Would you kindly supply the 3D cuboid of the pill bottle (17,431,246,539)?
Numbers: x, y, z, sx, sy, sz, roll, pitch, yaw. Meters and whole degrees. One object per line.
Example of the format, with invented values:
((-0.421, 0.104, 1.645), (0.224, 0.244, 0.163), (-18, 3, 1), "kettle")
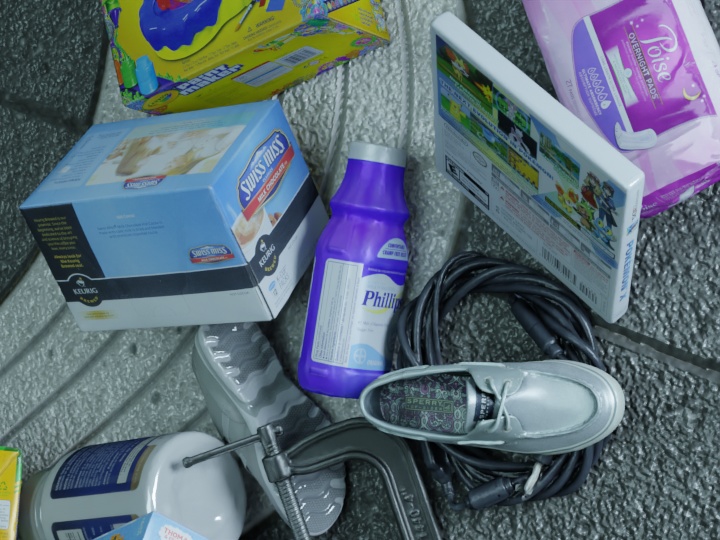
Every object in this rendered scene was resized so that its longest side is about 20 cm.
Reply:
((-0.199, 0.200, 1.461), (0.199, 0.110, 0.112), (-12, 80, 42), "pill bottle")

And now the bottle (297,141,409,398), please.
((0.000, 0.000, 1.383), (0.065, 0.083, 0.202), (10, 91, 31), "bottle")

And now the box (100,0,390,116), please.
((-0.107, -0.251, 1.441), (0.199, 0.122, 0.195), (-22, 75, 27), "box")

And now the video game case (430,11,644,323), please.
((0.126, -0.073, 1.273), (0.022, 0.183, 0.200), (-37, 63, -18), "video game case")

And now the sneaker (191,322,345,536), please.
((-0.078, 0.130, 1.441), (0.201, 0.074, 0.082), (62, 150, 13), "sneaker")

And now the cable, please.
((0.108, 0.079, 1.332), (0.162, 0.051, 0.202), (-17, 77, 28), "cable")

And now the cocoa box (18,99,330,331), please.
((-0.150, -0.043, 1.417), (0.198, 0.134, 0.132), (-4, 124, 31), "cocoa box")

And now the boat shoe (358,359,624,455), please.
((0.092, 0.102, 1.278), (0.199, 0.071, 0.071), (-2, 88, 24), "boat shoe")

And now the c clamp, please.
((-0.024, 0.204, 1.372), (0.169, 0.027, 0.202), (-25, 90, 1), "c clamp")

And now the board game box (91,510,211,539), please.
((-0.152, 0.258, 1.380), (0.199, 0.151, 0.037), (-29, 36, 52), "board game box")

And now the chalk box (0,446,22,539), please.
((-0.372, 0.223, 1.534), (0.200, 0.123, 0.125), (145, 129, -69), "chalk box")

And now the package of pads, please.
((0.206, -0.147, 1.276), (0.120, 0.075, 0.202), (-26, 74, 28), "package of pads")
